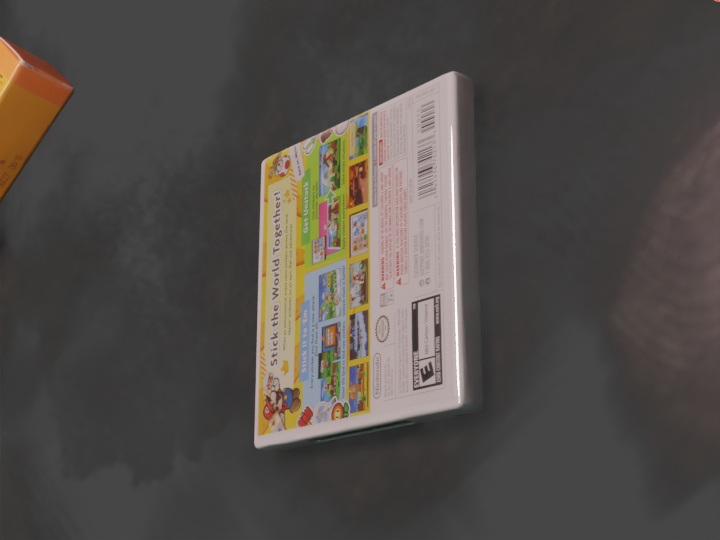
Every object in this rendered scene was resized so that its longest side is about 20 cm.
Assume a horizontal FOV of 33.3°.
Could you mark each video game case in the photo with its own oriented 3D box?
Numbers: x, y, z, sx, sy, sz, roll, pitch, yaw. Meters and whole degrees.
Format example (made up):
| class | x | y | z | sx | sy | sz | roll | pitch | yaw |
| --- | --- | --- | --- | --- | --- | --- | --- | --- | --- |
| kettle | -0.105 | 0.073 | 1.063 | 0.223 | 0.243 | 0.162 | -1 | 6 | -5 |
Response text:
| class | x | y | z | sx | sy | sz | roll | pitch | yaw |
| --- | --- | --- | --- | --- | --- | --- | --- | --- | --- |
| video game case | 0.000 | 0.000 | 0.735 | 0.182 | 0.023 | 0.200 | -19 | 65 | 44 |

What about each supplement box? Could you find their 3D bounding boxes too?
| class | x | y | z | sx | sy | sz | roll | pitch | yaw |
| --- | --- | --- | --- | --- | --- | --- | --- | --- | --- |
| supplement box | -0.353 | -0.111 | 1.118 | 0.069 | 0.067 | 0.200 | 40 | 98 | 41 |
